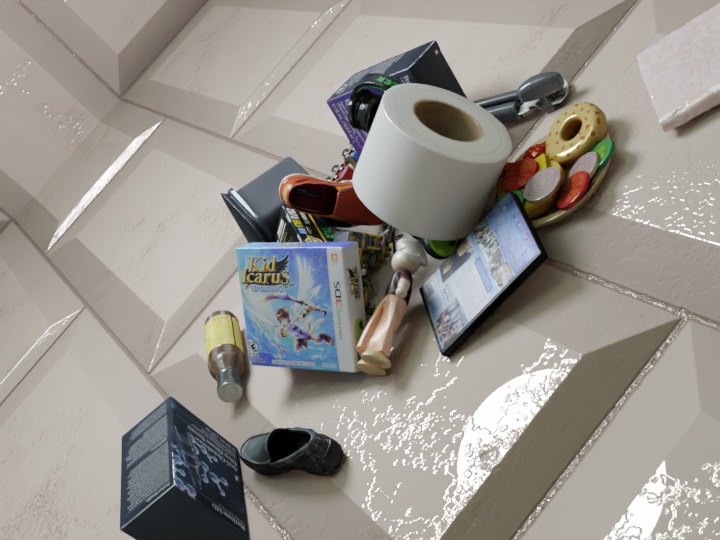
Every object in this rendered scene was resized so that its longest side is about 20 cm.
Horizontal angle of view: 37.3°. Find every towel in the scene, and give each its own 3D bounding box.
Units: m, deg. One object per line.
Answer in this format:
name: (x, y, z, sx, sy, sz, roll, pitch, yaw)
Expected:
towel: (0.477, -0.288, 1.437, 0.199, 0.032, 0.192, -31, 32, 23)

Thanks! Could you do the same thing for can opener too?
can opener: (0.232, -0.271, 1.683, 0.199, 0.067, 0.054, -10, 45, 32)

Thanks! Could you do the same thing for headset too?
headset: (0.029, -0.231, 1.727, 0.094, 0.123, 0.200, -53, -9, -25)

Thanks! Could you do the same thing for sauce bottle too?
sauce bottle: (-0.224, 0.142, 1.769, 0.065, 0.065, 0.200, -39, 29, 12)

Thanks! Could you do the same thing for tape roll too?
tape roll: (0.102, -0.159, 1.545, 0.203, 0.201, 0.140, -93, 20, -52)

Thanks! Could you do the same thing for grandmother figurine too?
grandmother figurine: (0.048, 0.043, 1.513, 0.121, 0.060, 0.201, 133, 159, -63)

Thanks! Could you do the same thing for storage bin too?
storage bin: (-0.133, -0.094, 1.810, 0.134, 0.200, 0.146, -39, 57, -11)

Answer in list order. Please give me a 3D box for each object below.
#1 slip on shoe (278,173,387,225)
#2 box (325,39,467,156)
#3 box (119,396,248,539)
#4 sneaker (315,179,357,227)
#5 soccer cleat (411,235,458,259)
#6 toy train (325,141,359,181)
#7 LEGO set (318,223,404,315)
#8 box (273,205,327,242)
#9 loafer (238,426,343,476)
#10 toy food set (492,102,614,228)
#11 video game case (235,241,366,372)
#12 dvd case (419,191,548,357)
slip on shoe: (-0.027, -0.105, 1.640, 0.061, 0.198, 0.075, -101, 22, -70)
box: (0.068, -0.278, 1.810, 0.199, 0.148, 0.104, -15, 26, 43)
box: (-0.253, 0.306, 1.520, 0.107, 0.148, 0.200, -39, 31, 12)
sneaker: (-0.008, -0.113, 1.763, 0.199, 0.076, 0.115, -20, 3, -29)
soccer cleat: (0.103, -0.070, 1.626, 0.081, 0.067, 0.201, -52, 24, 29)
toy train: (-0.035, -0.172, 1.945, 0.046, 0.034, 0.201, 4, 57, 49)
LEGO set: (0.000, 0.000, 1.645, 0.200, 0.115, 0.155, 165, 111, -65)
box: (-0.108, 0.023, 1.675, 0.160, 0.049, 0.201, -121, 43, -59)
loafer: (-0.107, 0.246, 1.487, 0.200, 0.070, 0.068, -8, 46, 48)
toy food set: (0.268, -0.139, 1.502, 0.199, 0.049, 0.199, -29, 34, 26)
video game case: (-0.086, 0.051, 1.560, 0.199, 0.183, 0.045, 0, 10, 34)
dvd case: (0.161, 0.005, 1.440, 0.200, 0.017, 0.143, -48, 33, 23)
